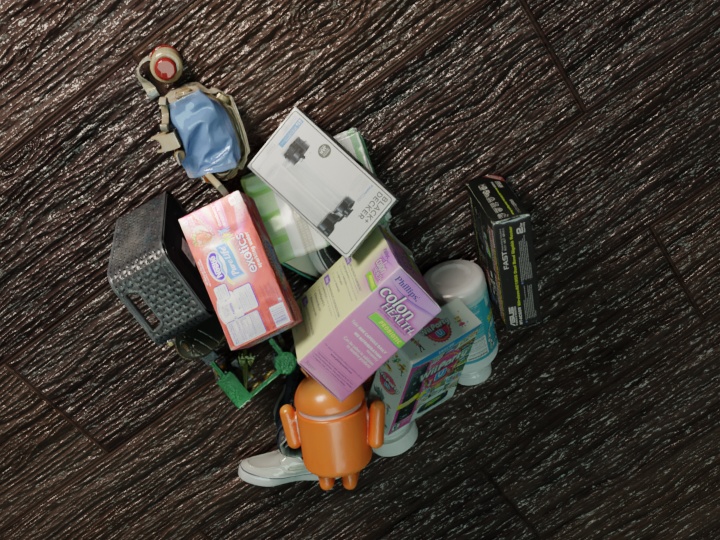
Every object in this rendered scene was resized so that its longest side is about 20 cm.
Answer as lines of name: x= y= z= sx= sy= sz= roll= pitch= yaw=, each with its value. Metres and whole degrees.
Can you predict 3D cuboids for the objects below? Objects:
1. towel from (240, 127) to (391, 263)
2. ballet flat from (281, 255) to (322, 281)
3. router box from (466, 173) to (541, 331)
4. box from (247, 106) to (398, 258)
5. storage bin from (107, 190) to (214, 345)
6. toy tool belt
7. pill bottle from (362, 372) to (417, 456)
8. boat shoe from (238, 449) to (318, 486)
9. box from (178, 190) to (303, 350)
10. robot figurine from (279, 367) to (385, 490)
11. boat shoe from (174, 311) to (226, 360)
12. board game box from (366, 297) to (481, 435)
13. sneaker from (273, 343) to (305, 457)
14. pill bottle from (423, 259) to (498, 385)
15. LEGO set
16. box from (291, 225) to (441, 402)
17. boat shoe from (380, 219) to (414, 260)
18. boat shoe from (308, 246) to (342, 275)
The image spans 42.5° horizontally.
towel: x=-0.068 y=-0.109 z=1.393 sx=0.197 sy=0.031 sz=0.152 roll=-22 pitch=89 yaw=4
ballet flat: x=-0.136 y=-0.046 z=1.444 sx=0.197 sy=0.070 sz=0.070 roll=23 pitch=113 yaw=-20
router box: x=0.226 y=-0.030 z=1.463 sx=0.061 sy=0.151 sz=0.203 roll=-14 pitch=121 yaw=-2
box: x=-0.052 y=-0.128 z=1.350 sx=0.200 sy=0.060 sz=0.117 roll=43 pitch=97 yaw=1
storage bin: x=-0.286 y=-0.008 z=1.352 sx=0.093 sy=0.201 sz=0.136 roll=-28 pitch=121 yaw=6
toy tool belt: x=-0.234 y=-0.208 z=1.295 sx=0.123 sy=0.123 sz=0.202 roll=-24 pitch=120 yaw=4
pill bottle: x=0.030 y=0.214 z=1.589 sx=0.108 sy=0.110 sz=0.202 roll=-20 pitch=121 yaw=2
boat shoe: x=-0.119 y=0.338 z=1.656 sx=0.196 sy=0.072 sz=0.067 roll=2 pitch=115 yaw=-12
box: x=-0.169 y=0.002 z=1.324 sx=0.101 sy=0.095 sz=0.203 roll=-24 pitch=85 yaw=4
robot figurine: x=-0.041 y=0.241 z=1.452 sx=0.116 sy=0.143 sz=0.204 roll=-22 pitch=112 yaw=-39
boat shoe: x=-0.206 y=0.062 z=1.406 sx=0.199 sy=0.074 sz=0.076 roll=-39 pitch=89 yaw=-26
board game box: x=0.096 y=0.153 z=1.451 sx=0.146 sy=0.064 sz=0.202 roll=-26 pitch=148 yaw=-30
sneaker: x=-0.092 y=0.217 z=1.549 sx=0.076 sy=0.147 sz=0.205 roll=11 pitch=116 yaw=-14
pill bottle: x=0.169 y=0.092 z=1.544 sx=0.109 sy=0.111 sz=0.203 roll=-16 pitch=122 yaw=0
LEGO set: x=-0.204 y=0.119 z=1.511 sx=0.200 sy=0.116 sz=0.154 roll=43 pitch=86 yaw=-14
box: x=0.000 y=0.058 z=1.362 sx=0.200 sy=0.176 sz=0.097 roll=-44 pitch=113 yaw=9
boat shoe: x=0.016 y=-0.069 z=1.446 sx=0.198 sy=0.074 sz=0.067 roll=31 pitch=111 yaw=-23
boat shoe: x=0.000 y=0.000 z=1.471 sx=0.067 sy=0.073 sz=0.200 roll=-11 pitch=136 yaw=46
